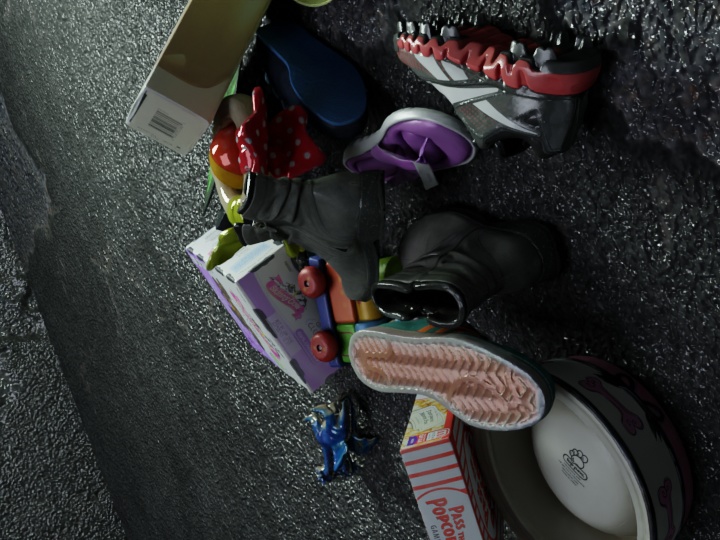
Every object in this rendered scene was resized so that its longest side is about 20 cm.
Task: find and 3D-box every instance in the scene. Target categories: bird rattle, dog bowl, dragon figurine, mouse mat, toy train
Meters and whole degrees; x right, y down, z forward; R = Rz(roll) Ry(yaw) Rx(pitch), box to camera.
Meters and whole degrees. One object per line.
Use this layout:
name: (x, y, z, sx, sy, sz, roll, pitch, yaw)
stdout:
bird rattle: (-0.114, -0.100, 0.903, 0.201, 0.112, 0.163, 95, 151, -46)
dog bowl: (0.184, 0.159, 0.770, 0.200, 0.074, 0.201, 39, 140, 42)
dragon figurine: (-0.020, 0.209, 1.165, 0.100, 0.059, 0.200, 60, 151, 12)
mouse mat: (-0.160, -0.172, 1.090, 0.200, 0.007, 0.162, 126, 150, -62)
toy train: (0.000, 0.000, 0.978, 0.115, 0.084, 0.201, -4, 99, 43)

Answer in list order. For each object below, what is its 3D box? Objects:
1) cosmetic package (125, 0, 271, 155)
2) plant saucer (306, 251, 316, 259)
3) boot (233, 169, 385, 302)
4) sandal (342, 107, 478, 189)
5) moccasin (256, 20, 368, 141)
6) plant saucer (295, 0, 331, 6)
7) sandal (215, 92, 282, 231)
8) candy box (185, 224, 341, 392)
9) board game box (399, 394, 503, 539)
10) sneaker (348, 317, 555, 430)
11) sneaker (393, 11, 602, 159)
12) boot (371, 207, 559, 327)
cosmetic package: (-0.156, -0.229, 0.946, 0.071, 0.201, 0.105, 28, 156, -17)
plant saucer: (-0.033, 0.000, 1.084, 0.070, 0.019, 0.201, 1, 112, 59)
boot: (-0.046, -0.035, 0.851, 0.200, 0.130, 0.068, 93, 177, -62)
sandal: (0.041, -0.093, 0.823, 0.203, 0.082, 0.050, 168, 120, -70)
moccasin: (-0.044, -0.181, 0.931, 0.200, 0.080, 0.068, -121, 23, -44)
plant saucer: (-0.049, -0.345, 0.852, 0.200, 0.031, 0.201, 38, 139, 42)
sandal: (-0.132, -0.132, 1.043, 0.075, 0.048, 0.201, -99, 33, -61)
candy box: (-0.111, 0.036, 1.112, 0.168, 0.071, 0.200, 59, 164, -24)
board game box: (0.089, 0.189, 0.856, 0.200, 0.046, 0.152, -55, -53, -74)
sneaker: (0.083, 0.071, 0.754, 0.199, 0.080, 0.072, 12, 114, 46)
sneaker: (0.094, -0.140, 0.712, 0.200, 0.071, 0.098, 31, 133, 46)
boot: (0.059, -0.002, 0.791, 0.200, 0.130, 0.068, 4, 113, 58)
